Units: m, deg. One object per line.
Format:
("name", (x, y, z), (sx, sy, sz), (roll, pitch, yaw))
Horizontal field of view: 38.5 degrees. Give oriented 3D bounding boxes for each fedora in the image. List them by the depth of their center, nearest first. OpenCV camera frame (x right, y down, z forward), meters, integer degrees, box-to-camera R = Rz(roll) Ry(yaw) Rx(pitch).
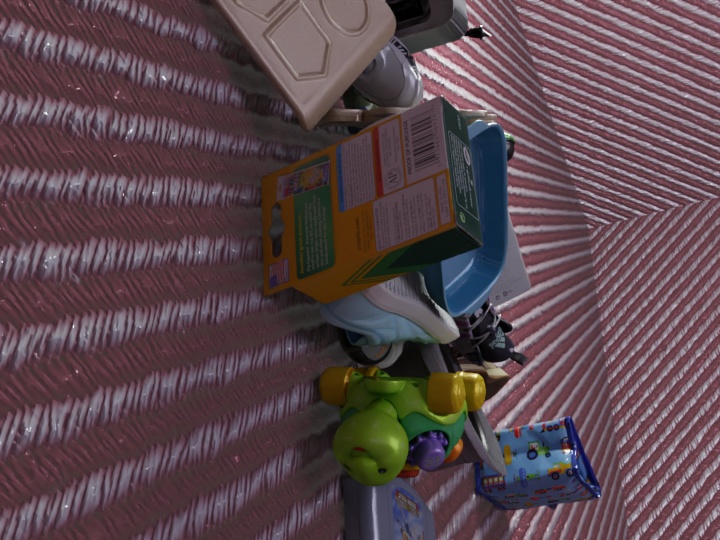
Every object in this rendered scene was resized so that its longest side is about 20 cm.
("fedora", (0.079, 0.153, 1.143), (0.202, 0.089, 0.177), (61, 9, -19))

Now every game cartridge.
("game cartridge", (0.036, 0.279, 1.039), (0.200, 0.041, 0.135), (48, 38, -56))

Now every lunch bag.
("lunch bag", (0.266, 0.311, 1.523), (0.201, 0.149, 0.095), (55, 28, -49))

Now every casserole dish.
("casserole dish", (0.097, -0.051, 0.994), (0.121, 0.038, 0.202), (-39, 135, -40))

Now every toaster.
("toaster", (0.031, -0.341, 1.199), (0.119, 0.197, 0.184), (-21, 98, -76))

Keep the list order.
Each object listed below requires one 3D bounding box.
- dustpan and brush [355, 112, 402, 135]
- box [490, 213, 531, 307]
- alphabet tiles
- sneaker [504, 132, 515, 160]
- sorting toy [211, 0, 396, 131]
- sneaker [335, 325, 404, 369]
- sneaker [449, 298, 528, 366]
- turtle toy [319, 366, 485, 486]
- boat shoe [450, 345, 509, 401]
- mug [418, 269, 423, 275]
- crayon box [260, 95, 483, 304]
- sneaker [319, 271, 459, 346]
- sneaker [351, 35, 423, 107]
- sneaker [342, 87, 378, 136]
("dustpan and brush", (0.000, -0.092, 1.018), (0.057, 0.199, 0.141), (30, 82, -39))
("box", (0.146, -0.058, 1.434), (0.124, 0.096, 0.202), (-140, -152, -68))
("alphabet tiles", (0.040, -0.159, 1.092), (0.195, 0.197, 0.015), (-167, -104, -66))
("sneaker", (0.087, -0.079, 1.076), (0.084, 0.199, 0.077), (55, -20, 1))
("sorting toy", (-0.063, -0.262, 0.990), (0.201, 0.036, 0.186), (55, 51, -23))
("sneaker", (0.000, 0.000, 1.070), (0.079, 0.073, 0.203), (17, 62, -63))
("sneaker", (0.140, 0.057, 1.176), (0.140, 0.078, 0.200), (44, -10, 3))
("turtle toy", (0.032, 0.145, 0.972), (0.200, 0.144, 0.103), (12, 80, -68))
("boat shoe", (0.141, 0.138, 1.429), (0.072, 0.072, 0.199), (51, 20, 24))
("mug", (0.083, -0.072, 1.183), (0.151, 0.114, 0.187), (-1, 58, -41))
("crayon box", (0.005, -0.054, 0.902), (0.051, 0.198, 0.127), (30, 48, -49))
("sneaker", (0.026, 0.041, 1.010), (0.199, 0.082, 0.075), (31, 29, -53))
("sneaker", (-0.022, -0.241, 1.096), (0.200, 0.075, 0.115), (48, 24, 7))
("sneaker", (0.022, -0.181, 1.287), (0.200, 0.066, 0.091), (28, 62, -69))
